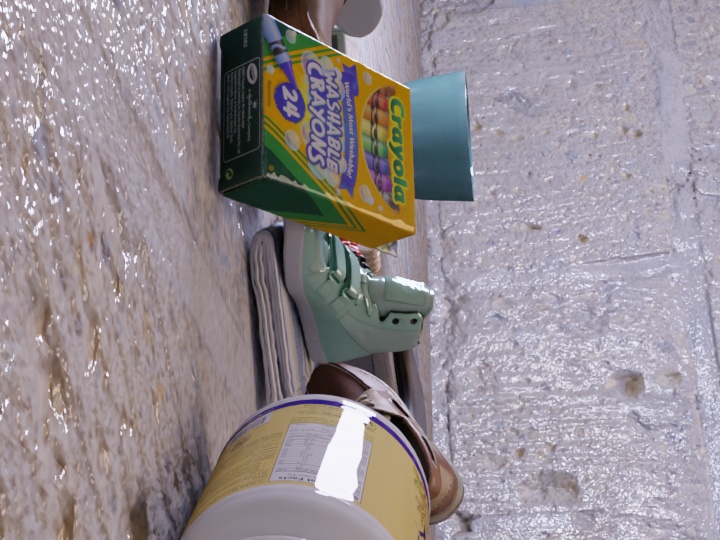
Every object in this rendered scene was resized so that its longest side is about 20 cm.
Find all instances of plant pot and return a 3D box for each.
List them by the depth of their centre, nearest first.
[{"bbox_3d":[0.092,-0.202,1.951,0.201,0.158,0.205,-4,90,-83],"label":"plant pot"}]

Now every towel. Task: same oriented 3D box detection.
[{"bbox_3d":[-0.063,0.033,1.067,0.200,0.023,0.150,-51,135,-83],"label":"towel"}]

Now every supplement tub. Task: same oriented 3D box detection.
[{"bbox_3d":[-0.033,0.172,0.723,0.200,0.143,0.148,-72,157,-73],"label":"supplement tub"}]

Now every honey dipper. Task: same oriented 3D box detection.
[{"bbox_3d":[0.012,0.035,1.694,0.038,0.037,0.202,-87,175,-46],"label":"honey dipper"}]

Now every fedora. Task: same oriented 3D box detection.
[{"bbox_3d":[0.009,0.117,1.356,0.179,0.089,0.202,-89,166,-44],"label":"fedora"}]

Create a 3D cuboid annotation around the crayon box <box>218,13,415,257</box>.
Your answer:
[{"bbox_3d":[-0.019,-0.097,0.958,0.198,0.051,0.128,19,63,-46],"label":"crayon box"}]

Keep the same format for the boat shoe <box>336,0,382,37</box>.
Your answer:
[{"bbox_3d":[-0.045,-0.305,1.164,0.201,0.068,0.057,60,-9,-34],"label":"boat shoe"}]

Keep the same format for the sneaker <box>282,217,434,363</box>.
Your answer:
[{"bbox_3d":[0.000,0.000,1.039,0.202,0.116,0.075,75,11,-52],"label":"sneaker"}]

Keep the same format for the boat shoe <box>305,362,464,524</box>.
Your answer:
[{"bbox_3d":[0.014,0.142,1.127,0.199,0.076,0.072,38,-7,33],"label":"boat shoe"}]

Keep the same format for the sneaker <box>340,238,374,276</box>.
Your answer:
[{"bbox_3d":[-0.036,-0.012,1.214,0.094,0.069,0.202,-55,-141,47],"label":"sneaker"}]

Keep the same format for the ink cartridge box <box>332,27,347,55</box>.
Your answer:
[{"bbox_3d":[-0.033,-0.149,1.346,0.174,0.043,0.204,-143,-131,-83],"label":"ink cartridge box"}]

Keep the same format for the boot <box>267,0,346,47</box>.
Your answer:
[{"bbox_3d":[-0.040,-0.228,1.087,0.147,0.069,0.203,-56,136,-51],"label":"boot"}]
